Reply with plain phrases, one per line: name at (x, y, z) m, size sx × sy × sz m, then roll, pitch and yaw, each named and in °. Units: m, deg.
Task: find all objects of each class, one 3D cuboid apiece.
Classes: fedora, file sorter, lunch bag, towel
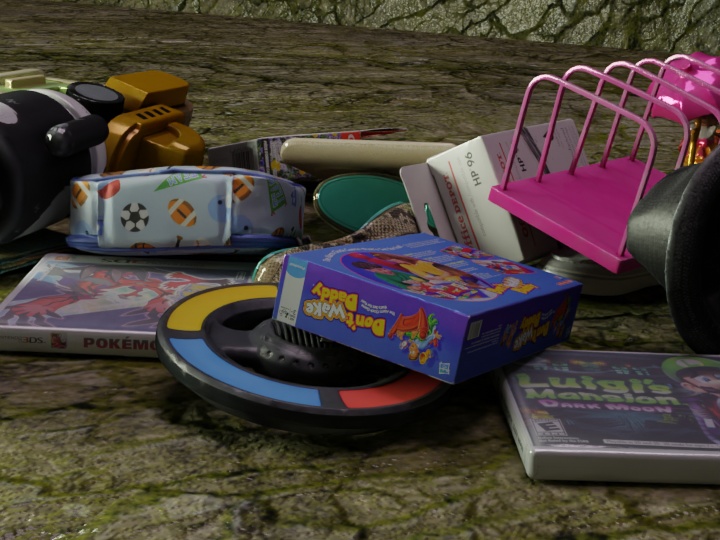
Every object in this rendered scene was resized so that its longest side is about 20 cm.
fedora at (0.267, -0.025, 1.005) m, size 0.200 × 0.201 × 0.092 m, roll -10°, pitch 18°, yaw -37°
file sorter at (0.234, -0.099, 1.117) m, size 0.200 × 0.126 × 0.139 m, roll -14°, pitch 37°, yaw -43°
lunch bag at (-0.141, -0.046, 1.161) m, size 0.200 × 0.076 × 0.160 m, roll 2°, pitch -1°, yaw 7°
towel at (-0.360, -0.014, 1.155) m, size 0.147 × 0.022 × 0.200 m, roll 16°, pitch 22°, yaw 39°

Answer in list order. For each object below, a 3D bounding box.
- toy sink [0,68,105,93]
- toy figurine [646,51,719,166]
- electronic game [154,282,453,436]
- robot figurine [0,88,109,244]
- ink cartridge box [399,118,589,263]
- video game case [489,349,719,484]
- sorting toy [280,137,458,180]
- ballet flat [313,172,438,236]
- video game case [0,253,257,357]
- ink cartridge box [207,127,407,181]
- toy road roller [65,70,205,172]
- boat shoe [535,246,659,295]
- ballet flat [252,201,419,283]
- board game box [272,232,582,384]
toy sink at (-0.365, -0.157, 1.484) m, size 0.200 × 0.112 × 0.130 m, roll 11°, pitch 18°, yaw 28°
toy figurine at (0.349, -0.130, 1.378) m, size 0.150 × 0.184 × 0.200 m, roll 13°, pitch 18°, yaw 32°
electronic game at (-0.035, 0.053, 0.893) m, size 0.200 × 0.042 × 0.200 m, roll 9°, pitch 20°, yaw -3°
robot figurine at (-0.304, -0.087, 1.161) m, size 0.150 × 0.125 × 0.200 m, roll 19°, pitch 22°, yaw 16°
ink cartridge box at (0.133, -0.062, 1.198) m, size 0.068 × 0.116 × 0.200 m, roll -22°, pitch -3°, yaw 40°
video game case at (0.193, 0.090, 0.871) m, size 0.200 × 0.023 × 0.182 m, roll 2°, pitch 16°, yaw -3°
sorting toy at (0.036, -0.103, 1.349) m, size 0.185 × 0.037 × 0.200 m, roll 3°, pitch -8°, yaw 17°
ballet flat at (0.055, -0.055, 1.302) m, size 0.200 × 0.071 × 0.071 m, roll 3°, pitch 16°, yaw 3°
video game case at (-0.176, 0.024, 1.043) m, size 0.182 × 0.023 × 0.200 m, roll 3°, pitch 16°, yaw 0°
ink cartridge box at (-0.055, -0.124, 1.492) m, size 0.200 × 0.050 × 0.109 m, roll -8°, pitch 3°, yaw -35°
toy road roller at (-0.212, -0.117, 1.373) m, size 0.146 × 0.123 × 0.200 m, roll 24°, pitch 22°, yaw 17°
boat shoe at (0.239, -0.021, 1.185) m, size 0.200 × 0.069 × 0.072 m, roll -5°, pitch 18°, yaw -26°
ballet flat at (0.000, 0.000, 1.107) m, size 0.075 × 0.068 × 0.200 m, roll 37°, pitch 37°, yaw 26°
board game box at (0.052, 0.020, 0.918) m, size 0.134 × 0.045 × 0.200 m, roll 19°, pitch 14°, yaw 26°
